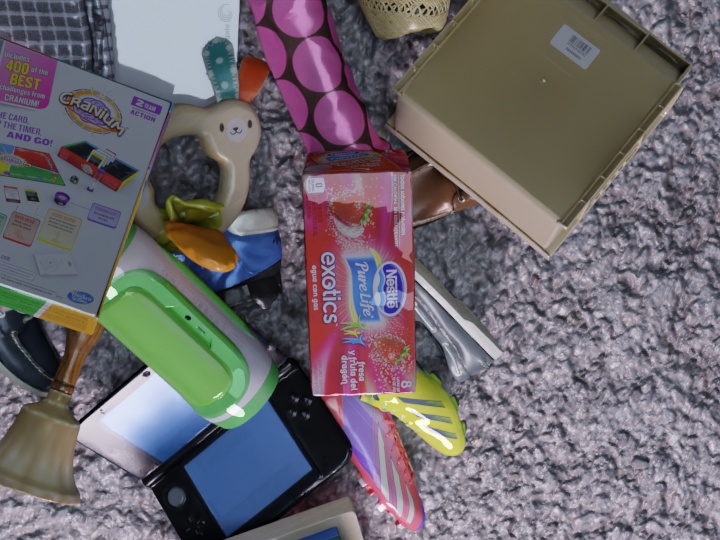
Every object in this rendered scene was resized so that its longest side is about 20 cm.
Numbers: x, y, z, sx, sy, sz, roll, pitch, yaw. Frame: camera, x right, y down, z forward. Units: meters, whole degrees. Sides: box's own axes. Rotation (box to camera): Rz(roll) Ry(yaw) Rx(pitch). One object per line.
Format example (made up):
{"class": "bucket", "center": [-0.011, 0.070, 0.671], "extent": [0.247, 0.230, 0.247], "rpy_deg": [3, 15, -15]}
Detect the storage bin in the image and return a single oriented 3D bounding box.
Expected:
{"class": "storage bin", "center": [0.160, -0.157, 1.008], "extent": [0.200, 0.094, 0.199], "rpy_deg": [40, 81, 9]}

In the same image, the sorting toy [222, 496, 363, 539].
{"class": "sorting toy", "center": [-0.079, 0.338, 1.098], "extent": [0.198, 0.070, 0.200], "rpy_deg": [-19, 135, -5]}

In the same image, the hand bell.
{"class": "hand bell", "center": [-0.269, 0.099, 1.006], "extent": [0.103, 0.104, 0.202], "rpy_deg": [21, 82, -14]}

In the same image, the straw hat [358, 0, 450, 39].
{"class": "straw hat", "center": [0.038, -0.248, 0.973], "extent": [0.199, 0.201, 0.086], "rpy_deg": [-5, 117, -8]}

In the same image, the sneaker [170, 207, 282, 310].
{"class": "sneaker", "center": [-0.170, 0.007, 1.048], "extent": [0.198, 0.077, 0.112], "rpy_deg": [-8, 95, -15]}

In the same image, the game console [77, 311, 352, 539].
{"class": "game console", "center": [-0.139, 0.164, 1.052], "extent": [0.200, 0.118, 0.171], "rpy_deg": [-40, 71, 9]}

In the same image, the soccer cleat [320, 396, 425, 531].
{"class": "soccer cleat", "center": [0.018, 0.180, 1.130], "extent": [0.076, 0.067, 0.201], "rpy_deg": [-37, 103, -4]}

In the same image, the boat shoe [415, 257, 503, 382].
{"class": "boat shoe", "center": [0.056, 0.034, 1.096], "extent": [0.062, 0.073, 0.200], "rpy_deg": [-44, 106, 10]}

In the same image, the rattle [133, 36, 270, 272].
{"class": "rattle", "center": [-0.117, -0.108, 0.953], "extent": [0.130, 0.143, 0.200], "rpy_deg": [41, 78, -16]}

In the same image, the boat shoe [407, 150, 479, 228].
{"class": "boat shoe", "center": [0.101, -0.097, 1.076], "extent": [0.199, 0.068, 0.072], "rpy_deg": [-30, 106, -2]}

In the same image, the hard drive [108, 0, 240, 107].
{"class": "hard drive", "center": [-0.212, -0.199, 1.020], "extent": [0.198, 0.027, 0.133], "rpy_deg": [2, 102, -10]}

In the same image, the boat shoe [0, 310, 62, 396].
{"class": "boat shoe", "center": [-0.332, 0.025, 1.029], "extent": [0.062, 0.075, 0.201], "rpy_deg": [-31, 97, 10]}

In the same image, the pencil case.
{"class": "pencil case", "center": [-0.038, -0.184, 1.025], "extent": [0.090, 0.094, 0.201], "rpy_deg": [-7, 110, 38]}

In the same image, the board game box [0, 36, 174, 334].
{"class": "board game box", "center": [-0.247, -0.068, 0.864], "extent": [0.152, 0.040, 0.201], "rpy_deg": [20, 63, -11]}

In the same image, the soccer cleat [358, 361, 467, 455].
{"class": "soccer cleat", "center": [0.035, 0.117, 1.101], "extent": [0.084, 0.064, 0.201], "rpy_deg": [-44, 113, -26]}

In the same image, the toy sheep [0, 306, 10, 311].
{"class": "toy sheep", "center": [-0.328, -0.026, 0.929], "extent": [0.199, 0.138, 0.138], "rpy_deg": [36, 95, -11]}

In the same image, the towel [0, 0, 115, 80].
{"class": "towel", "center": [-0.314, -0.177, 0.953], "extent": [0.198, 0.086, 0.167], "rpy_deg": [0, 103, 1]}

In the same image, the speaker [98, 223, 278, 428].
{"class": "speaker", "center": [-0.162, 0.047, 0.953], "extent": [0.088, 0.088, 0.200], "rpy_deg": [-43, 114, 2]}

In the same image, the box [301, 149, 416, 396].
{"class": "box", "center": [0.000, 0.000, 0.975], "extent": [0.095, 0.100, 0.202], "rpy_deg": [-2, 106, 0]}
